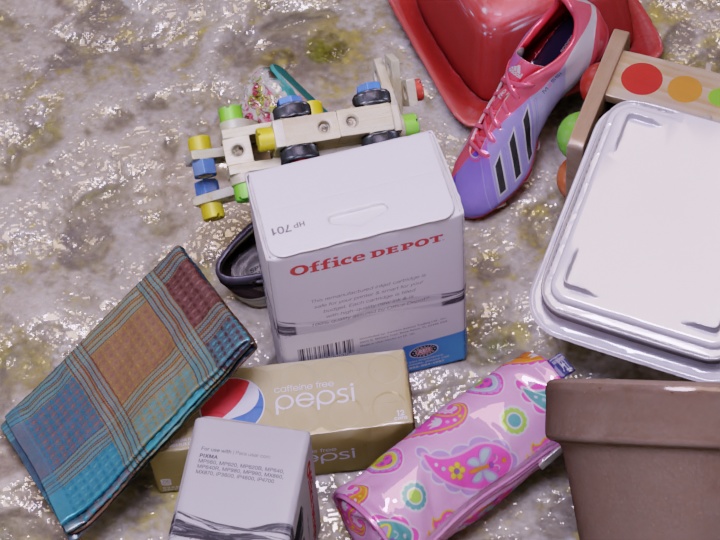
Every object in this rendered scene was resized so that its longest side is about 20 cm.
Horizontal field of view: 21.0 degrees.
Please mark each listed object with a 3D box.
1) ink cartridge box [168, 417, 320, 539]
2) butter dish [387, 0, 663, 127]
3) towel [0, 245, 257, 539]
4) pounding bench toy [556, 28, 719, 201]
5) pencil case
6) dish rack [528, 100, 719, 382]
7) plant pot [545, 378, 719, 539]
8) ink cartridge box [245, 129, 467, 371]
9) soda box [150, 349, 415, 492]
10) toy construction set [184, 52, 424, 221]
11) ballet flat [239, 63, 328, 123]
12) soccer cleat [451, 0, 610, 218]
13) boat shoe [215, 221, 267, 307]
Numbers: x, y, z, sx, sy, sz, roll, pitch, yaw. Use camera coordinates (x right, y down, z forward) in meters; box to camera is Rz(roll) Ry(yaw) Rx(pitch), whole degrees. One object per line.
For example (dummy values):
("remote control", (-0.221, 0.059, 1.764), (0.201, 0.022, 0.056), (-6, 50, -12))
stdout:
("ink cartridge box", (-0.086, 0.223, 1.326), (0.083, 0.145, 0.201), (6, 56, 6))
("butter dish", (0.137, -0.252, 1.647), (0.199, 0.148, 0.200), (-20, 57, -10))
("towel", (-0.177, 0.087, 1.445), (0.200, 0.022, 0.147), (-46, 44, 4))
("pounding bench toy", (0.226, -0.066, 1.524), (0.155, 0.124, 0.200), (16, 58, 15))
("pencil case", (0.077, 0.141, 1.416), (0.200, 0.088, 0.087), (-33, 59, -20))
("dish rack", (0.227, -0.030, 1.415), (0.171, 0.044, 0.201), (17, 70, 17))
("plant pot", (0.225, 0.164, 1.330), (0.199, 0.200, 0.175), (1, 85, 5))
("ink cartridge box", (0.000, 0.000, 1.450), (0.146, 0.200, 0.086), (-13, 55, -5))
("soda box", (-0.059, 0.114, 1.459), (0.199, 0.064, 0.068), (-7, 55, 0))
("toy construction set", (-0.032, -0.099, 1.469), (0.199, 0.131, 0.092), (-25, 82, -13))
("ballet flat", (-0.029, -0.093, 1.606), (0.200, 0.076, 0.064), (44, 100, 27))
("soccer cleat", (0.127, -0.135, 1.571), (0.067, 0.076, 0.200), (40, 96, 36))
("boat shoe", (-0.026, -0.038, 1.520), (0.200, 0.065, 0.072), (-30, 76, 12))
